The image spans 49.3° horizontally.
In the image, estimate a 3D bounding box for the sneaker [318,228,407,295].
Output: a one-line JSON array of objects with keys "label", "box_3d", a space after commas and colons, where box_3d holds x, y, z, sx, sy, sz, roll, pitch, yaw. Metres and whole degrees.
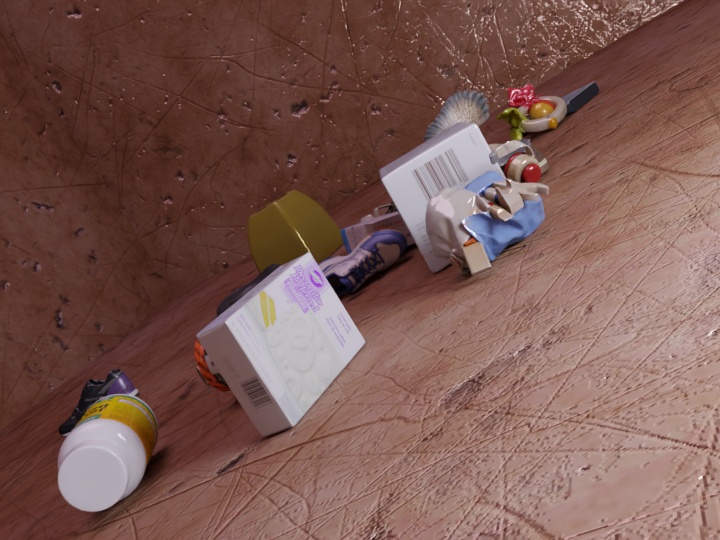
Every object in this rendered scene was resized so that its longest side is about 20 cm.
[{"label": "sneaker", "box_3d": [0.000, 0.000, 1.421, 0.199, 0.075, 0.088, -30, 26, 23]}]

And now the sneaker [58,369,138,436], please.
[{"label": "sneaker", "box_3d": [-0.607, 0.293, 1.775, 0.199, 0.088, 0.076, -32, 9, 1]}]

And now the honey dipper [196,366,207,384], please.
[{"label": "honey dipper", "box_3d": [-0.208, 0.139, 1.438, 0.199, 0.038, 0.038, -33, 9, -23]}]

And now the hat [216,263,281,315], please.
[{"label": "hat", "box_3d": [-0.219, 0.071, 1.702, 0.200, 0.081, 0.201, -33, 16, 11]}]

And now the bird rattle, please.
[{"label": "bird rattle", "box_3d": [0.424, -0.378, 1.911, 0.162, 0.113, 0.200, 3, 35, 33]}]

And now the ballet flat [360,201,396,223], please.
[{"label": "ballet flat", "box_3d": [0.038, -0.103, 1.795, 0.068, 0.069, 0.200, -22, 14, 46]}]

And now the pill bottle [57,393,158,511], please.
[{"label": "pill bottle", "box_3d": [-0.339, 0.244, 1.050, 0.112, 0.113, 0.200, -32, 9, -3]}]

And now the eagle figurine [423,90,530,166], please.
[{"label": "eagle figurine", "box_3d": [0.179, -0.210, 1.404, 0.200, 0.151, 0.151, -46, 22, 22]}]

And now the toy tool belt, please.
[{"label": "toy tool belt", "box_3d": [0.192, -0.075, 1.049, 0.199, 0.125, 0.123, -37, 41, -13]}]

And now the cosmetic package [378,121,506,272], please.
[{"label": "cosmetic package", "box_3d": [0.139, -0.124, 1.249, 0.167, 0.167, 0.200, -30, 10, 7]}]

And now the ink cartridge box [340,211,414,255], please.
[{"label": "ink cartridge box", "box_3d": [0.047, -0.071, 1.522, 0.115, 0.068, 0.200, -20, 5, -17]}]

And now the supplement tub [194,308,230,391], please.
[{"label": "supplement tub", "box_3d": [-0.137, 0.095, 1.142, 0.199, 0.123, 0.123, -28, 9, 22]}]

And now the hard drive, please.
[{"label": "hard drive", "box_3d": [0.497, -0.409, 2.012, 0.139, 0.033, 0.199, -39, 11, -35]}]

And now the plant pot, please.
[{"label": "plant pot", "box_3d": [-0.192, -0.098, 2.130, 0.195, 0.201, 0.194, -25, 11, 32]}]

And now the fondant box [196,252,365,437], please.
[{"label": "fondant box", "box_3d": [-0.090, 0.085, 0.964, 0.058, 0.145, 0.200, -26, 11, 33]}]

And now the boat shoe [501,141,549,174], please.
[{"label": "boat shoe", "box_3d": [0.271, -0.196, 1.481, 0.075, 0.075, 0.202, -37, 10, -30]}]
